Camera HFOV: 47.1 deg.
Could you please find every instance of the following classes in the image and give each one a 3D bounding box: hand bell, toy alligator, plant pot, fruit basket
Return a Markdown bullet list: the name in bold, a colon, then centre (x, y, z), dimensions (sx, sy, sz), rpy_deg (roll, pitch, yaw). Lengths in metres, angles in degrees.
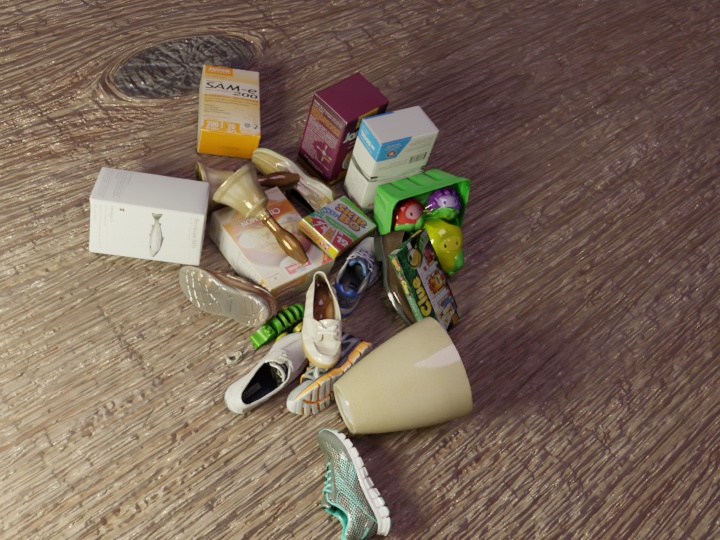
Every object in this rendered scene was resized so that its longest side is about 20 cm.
- **hand bell**: centre (-0.217, -0.175, 1.632), dimensions (0.199, 0.104, 0.104), rpy_deg (-9, 58, -17)
- **toy alligator**: centre (-0.158, 0.106, 1.490), dimensions (0.200, 0.054, 0.059), rpy_deg (-31, 68, -33)
- **hand bell**: centre (-0.167, -0.091, 1.523), dimensions (0.200, 0.104, 0.104), rpy_deg (47, 54, 3)
- **plant pot**: centre (0.061, 0.201, 1.427), dimensions (0.199, 0.188, 0.188), rpy_deg (-20, 62, -15)
- **fruit basket**: centre (0.145, -0.096, 1.688), dimensions (0.215, 0.156, 0.216), rpy_deg (3, 39, -3)

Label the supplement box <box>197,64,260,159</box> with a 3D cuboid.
- **supplement box**: centre (-0.281, -0.341, 1.765), dimensions (0.126, 0.074, 0.201), rpy_deg (4, 54, -15)

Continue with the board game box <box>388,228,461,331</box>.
- **board game box**: centre (0.126, 0.032, 1.574), dimensions (0.105, 0.023, 0.200), rpy_deg (-39, 113, -37)

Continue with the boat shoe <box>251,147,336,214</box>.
- **boat shoe**: centre (-0.149, -0.177, 1.696), dimensions (0.200, 0.072, 0.076), rpy_deg (32, 67, 8)

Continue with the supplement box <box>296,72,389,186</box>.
- **supplement box**: centre (-0.039, -0.291, 1.726), dimensions (0.131, 0.200, 0.103), rpy_deg (-33, 69, -33)

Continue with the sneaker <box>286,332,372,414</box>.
- **sneaker**: centre (-0.065, 0.180, 1.461), dimensions (0.077, 0.078, 0.200), rpy_deg (32, 47, 24)

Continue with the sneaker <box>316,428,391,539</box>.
- **sneaker**: centre (-0.031, 0.351, 1.342), dimensions (0.091, 0.078, 0.200), rpy_deg (-20, 62, -24)

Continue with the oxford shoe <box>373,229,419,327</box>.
- **oxford shoe**: centre (0.089, 0.013, 1.597), dimensions (0.073, 0.084, 0.201), rpy_deg (15, 57, -64)

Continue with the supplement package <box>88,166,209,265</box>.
- **supplement package**: centre (-0.384, -0.099, 1.510), dimensions (0.199, 0.117, 0.117), rpy_deg (7, 35, -10)

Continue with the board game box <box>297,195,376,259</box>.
- **board game box**: centre (-0.039, -0.091, 1.641), dimensions (0.096, 0.030, 0.200), rpy_deg (43, 28, 6)

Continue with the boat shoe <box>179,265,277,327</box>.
- **boat shoe**: centre (-0.240, 0.043, 1.502), dimensions (0.200, 0.076, 0.072), rpy_deg (26, 24, 18)

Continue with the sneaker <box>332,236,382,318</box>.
- **sneaker**: centre (0.000, 0.000, 1.598), dimensions (0.077, 0.085, 0.200), rpy_deg (25, 51, 2)

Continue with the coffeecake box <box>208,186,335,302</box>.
- **coffeecake box**: centre (-0.172, -0.046, 1.585), dimensions (0.153, 0.073, 0.200), rpy_deg (-26, 67, -32)

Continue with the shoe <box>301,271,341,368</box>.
- **shoe**: centre (-0.070, 0.085, 1.465), dimensions (0.070, 0.053, 0.200), rpy_deg (1, 45, -9)

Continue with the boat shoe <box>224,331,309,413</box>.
- **boat shoe**: centre (-0.147, 0.172, 1.424), dimensions (0.200, 0.066, 0.072), rpy_deg (-34, 97, -33)

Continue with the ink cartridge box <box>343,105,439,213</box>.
- **ink cartridge box**: centre (0.059, -0.228, 1.711), dimensions (0.146, 0.200, 0.084), rpy_deg (-18, 60, -28)
